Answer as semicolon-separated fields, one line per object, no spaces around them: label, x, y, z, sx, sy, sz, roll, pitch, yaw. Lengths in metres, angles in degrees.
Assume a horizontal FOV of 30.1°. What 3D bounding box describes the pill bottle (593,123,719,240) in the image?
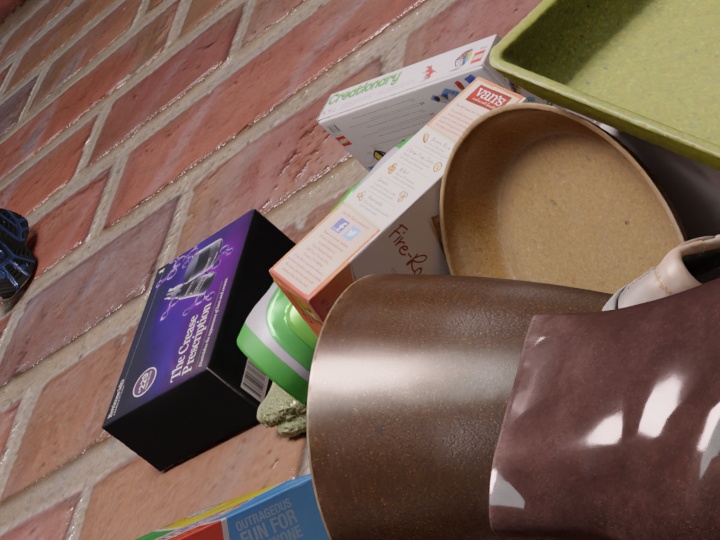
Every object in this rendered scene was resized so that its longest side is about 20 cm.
pill bottle;0.240;-0.111;0.812;0.200;0.113;0.113;-47;25;-19

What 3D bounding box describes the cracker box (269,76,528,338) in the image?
cracker box;0.052;-0.014;0.912;0.200;0.134;0.058;-44;40;-11

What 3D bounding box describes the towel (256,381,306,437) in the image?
towel;0.004;0.048;1.051;0.199;0.036;0.149;-24;36;40

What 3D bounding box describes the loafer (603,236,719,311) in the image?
loafer;0.208;0.006;0.639;0.072;0.199;0.063;61;147;28

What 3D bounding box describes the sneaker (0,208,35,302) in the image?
sneaker;-0.494;-0.007;1.848;0.077;0.075;0.200;-62;20;24

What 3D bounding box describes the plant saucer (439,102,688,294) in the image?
plant saucer;0.129;-0.009;0.806;0.035;0.201;0.200;-26;12;-34

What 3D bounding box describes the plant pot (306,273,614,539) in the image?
plant pot;0.104;0.082;0.728;0.199;0.187;0.188;-9;44;30

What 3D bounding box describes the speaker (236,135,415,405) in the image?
speaker;0.000;0.000;0.984;0.200;0.088;0.088;-49;27;0

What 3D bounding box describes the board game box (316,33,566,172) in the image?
board game box;0.072;-0.108;1.057;0.199;0.126;0.035;-10;45;50

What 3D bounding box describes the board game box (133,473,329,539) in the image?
board game box;-0.109;0.184;0.859;0.153;0.041;0.200;-19;-5;-37

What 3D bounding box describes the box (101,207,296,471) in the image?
box;-0.136;0.060;1.200;0.141;0.079;0.201;-32;30;34

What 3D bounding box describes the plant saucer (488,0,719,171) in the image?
plant saucer;0.205;-0.124;0.722;0.199;0.048;0.200;29;62;36

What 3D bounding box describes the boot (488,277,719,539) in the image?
boot;0.138;0.018;0.516;0.166;0.072;0.201;2;66;37
